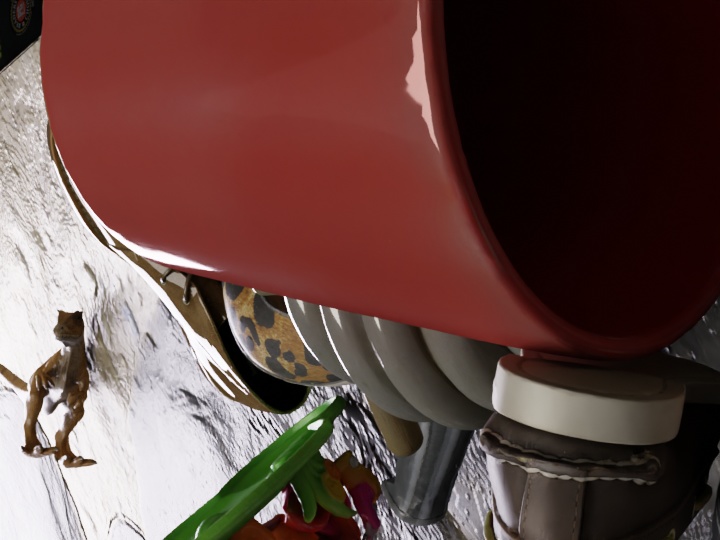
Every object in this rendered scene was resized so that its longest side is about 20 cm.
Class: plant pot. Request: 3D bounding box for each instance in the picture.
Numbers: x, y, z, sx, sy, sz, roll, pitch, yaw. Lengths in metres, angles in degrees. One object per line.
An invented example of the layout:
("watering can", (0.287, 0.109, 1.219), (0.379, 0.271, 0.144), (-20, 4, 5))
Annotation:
("plant pot", (0.010, -0.070, 0.648), (0.176, 0.200, 0.202), (-1, 109, 38))

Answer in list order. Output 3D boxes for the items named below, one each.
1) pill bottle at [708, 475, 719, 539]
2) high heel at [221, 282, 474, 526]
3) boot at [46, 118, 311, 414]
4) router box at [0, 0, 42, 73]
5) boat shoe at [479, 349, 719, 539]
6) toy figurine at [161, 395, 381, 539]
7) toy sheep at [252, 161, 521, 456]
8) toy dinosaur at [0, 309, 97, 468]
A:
("pill bottle", (0.158, 0.079, 0.623), (0.106, 0.106, 0.201), (45, 145, 43))
("high heel", (0.000, 0.000, 0.942), (0.200, 0.071, 0.143), (50, 141, 33))
("boot", (-0.084, -0.010, 1.043), (0.201, 0.073, 0.075), (56, 171, -22))
("router box", (-0.239, -0.204, 1.172), (0.062, 0.150, 0.201), (8, 123, 18))
("boat shoe", (0.077, 0.057, 0.641), (0.200, 0.071, 0.060), (-5, -76, -76))
("toy figurine", (-0.009, 0.180, 1.013), (0.150, 0.200, 0.184), (-38, 92, 29))
("toy sheep", (0.036, 0.000, 0.786), (0.199, 0.138, 0.139), (-8, 102, 34))
("toy dinosaur", (-0.217, 0.085, 1.460), (0.200, 0.060, 0.107), (142, 131, -58))
